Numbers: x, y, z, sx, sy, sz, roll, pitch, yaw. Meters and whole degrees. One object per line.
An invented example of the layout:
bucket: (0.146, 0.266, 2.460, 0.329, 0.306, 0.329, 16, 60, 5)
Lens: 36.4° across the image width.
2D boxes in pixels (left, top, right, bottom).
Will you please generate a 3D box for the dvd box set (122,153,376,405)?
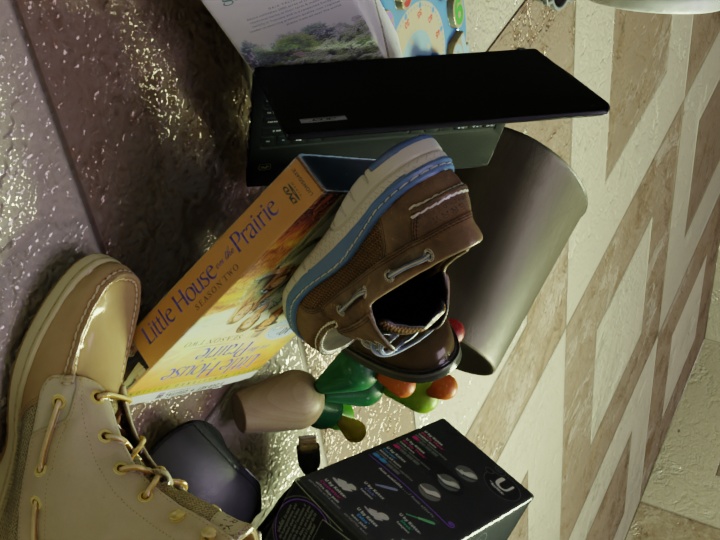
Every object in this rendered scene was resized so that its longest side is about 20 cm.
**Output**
dvd box set: (-0.055, 0.007, 0.672, 0.200, 0.029, 0.146, -43, 162, 24)

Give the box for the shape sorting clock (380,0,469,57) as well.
shape sorting clock: (0.048, -0.173, 0.921, 0.200, 0.039, 0.201, -44, 142, -49)

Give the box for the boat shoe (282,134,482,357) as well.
boat shoe: (0.010, 0.010, 0.618, 0.072, 0.073, 0.200, -26, 163, -26)

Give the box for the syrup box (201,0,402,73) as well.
syrup box: (-0.033, -0.159, 0.673, 0.200, 0.078, 0.082, 52, 24, -60)

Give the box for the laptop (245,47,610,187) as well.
laptop: (0.027, -0.073, 0.659, 0.200, 0.176, 0.104, 106, -24, -62)

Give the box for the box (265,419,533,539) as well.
box: (0.025, 0.211, 0.841, 0.200, 0.106, 0.123, -11, 133, -53)

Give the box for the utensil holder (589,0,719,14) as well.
utensil holder: (0.362, -0.420, 1.297, 0.170, 0.169, 0.201, -35, 134, -55)

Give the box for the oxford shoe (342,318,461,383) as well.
oxford shoe: (0.000, 0.000, 0.756, 0.072, 0.200, 0.085, -26, 138, -19)

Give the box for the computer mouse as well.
computer mouse: (-0.079, 0.163, 0.797, 0.140, 0.046, 0.201, -39, 143, -23)

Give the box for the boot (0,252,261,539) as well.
boot: (-0.119, 0.103, 0.585, 0.073, 0.155, 0.201, 28, 79, -65)

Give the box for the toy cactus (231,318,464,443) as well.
toy cactus: (-0.018, 0.082, 0.841, 0.164, 0.200, 0.103, -11, 80, -25)

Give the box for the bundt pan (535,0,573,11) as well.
bundt pan: (0.170, -0.353, 1.032, 0.202, 0.075, 0.203, -44, 143, -48)

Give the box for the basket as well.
basket: (0.122, -0.010, 1.075, 0.201, 0.136, 0.180, -63, 150, -15)
